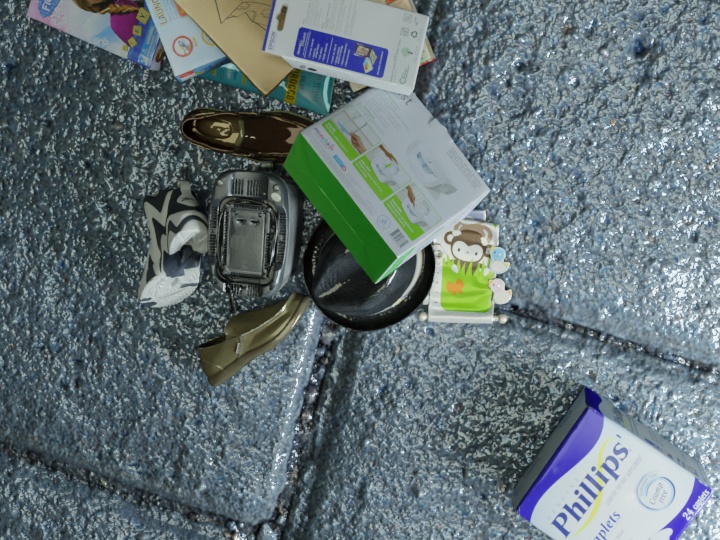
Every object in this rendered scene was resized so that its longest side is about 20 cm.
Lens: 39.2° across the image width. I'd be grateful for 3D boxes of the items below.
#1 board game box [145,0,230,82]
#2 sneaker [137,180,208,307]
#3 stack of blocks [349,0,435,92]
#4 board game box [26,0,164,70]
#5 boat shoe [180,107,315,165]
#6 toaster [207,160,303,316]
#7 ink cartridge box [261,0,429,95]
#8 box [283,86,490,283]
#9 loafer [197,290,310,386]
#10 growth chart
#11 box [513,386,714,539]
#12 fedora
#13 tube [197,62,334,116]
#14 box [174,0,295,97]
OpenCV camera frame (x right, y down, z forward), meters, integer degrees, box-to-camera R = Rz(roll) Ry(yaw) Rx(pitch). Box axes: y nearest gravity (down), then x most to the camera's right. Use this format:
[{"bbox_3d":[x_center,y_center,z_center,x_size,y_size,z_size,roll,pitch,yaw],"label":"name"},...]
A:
[{"bbox_3d":[-0.187,-0.379,1.332,0.194,0.056,0.202,-21,94,-2],"label":"board game box"},{"bbox_3d":[-0.273,-0.046,1.443,0.079,0.131,0.200,1,143,-23],"label":"sneaker"},{"bbox_3d":[0.008,-0.351,1.338,0.114,0.059,0.202,-21,95,13],"label":"stack of blocks"},{"bbox_3d":[-0.341,-0.410,1.402,0.198,0.041,0.202,23,102,6],"label":"board game box"},{"bbox_3d":[-0.152,-0.183,1.389,0.200,0.075,0.076,4,101,10],"label":"boat shoe"},{"bbox_3d":[-0.139,-0.047,1.383,0.112,0.129,0.203,5,100,10],"label":"toaster"},{"bbox_3d":[-0.020,-0.293,1.272,0.198,0.039,0.101,14,86,-6],"label":"ink cartridge box"},{"bbox_3d":[0.034,-0.121,1.299,0.176,0.097,0.201,-36,84,-29],"label":"box"},{"bbox_3d":[-0.157,0.088,1.438,0.199,0.076,0.068,-39,97,14],"label":"loafer"},{"bbox_3d":[0.132,-0.019,1.395,0.143,0.018,0.202,-7,99,11],"label":"growth chart"},{"bbox_3d":[0.336,0.295,1.367,0.199,0.105,0.185,33,103,4],"label":"box"},{"bbox_3d":[0.000,0.000,1.372,0.198,0.092,0.203,4,103,17],"label":"fedora"},{"bbox_3d":[-0.132,-0.272,1.389,0.198,0.050,0.078,13,111,1],"label":"tube"},{"bbox_3d":[-0.133,-0.350,1.296,0.163,0.021,0.200,-44,95,-1],"label":"box"}]
